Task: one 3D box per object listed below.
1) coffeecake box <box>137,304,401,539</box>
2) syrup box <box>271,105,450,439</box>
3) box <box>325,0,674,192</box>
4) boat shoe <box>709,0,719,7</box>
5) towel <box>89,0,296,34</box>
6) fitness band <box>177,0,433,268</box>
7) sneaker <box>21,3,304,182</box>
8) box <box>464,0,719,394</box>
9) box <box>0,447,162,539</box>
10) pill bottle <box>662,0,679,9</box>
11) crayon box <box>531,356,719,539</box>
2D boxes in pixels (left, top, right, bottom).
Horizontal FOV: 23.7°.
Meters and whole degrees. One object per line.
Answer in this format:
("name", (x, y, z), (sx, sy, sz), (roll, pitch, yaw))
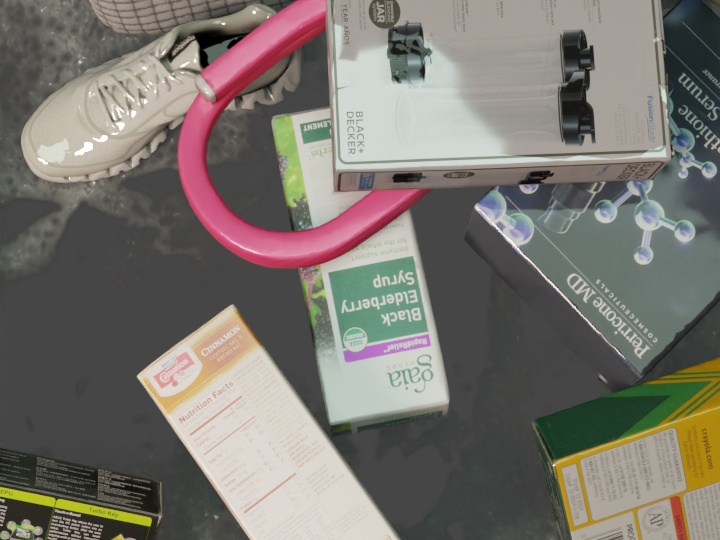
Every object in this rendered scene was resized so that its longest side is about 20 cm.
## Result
("coffeecake box", (-0.043, 0.132, 1.038), (0.073, 0.154, 0.201), (-35, 81, -6))
("syrup box", (0.000, 0.000, 1.098), (0.078, 0.081, 0.203), (-11, 79, -2))
("box", (0.079, -0.110, 1.016), (0.197, 0.060, 0.118), (-4, 79, -2))
("boat shoe", (0.282, -0.168, 1.080), (0.063, 0.200, 0.074), (32, 94, 47))
("towel", (-0.091, -0.233, 1.099), (0.197, 0.166, 0.087), (-13, 74, -2))
("fitness band", (-0.019, -0.091, 1.056), (0.199, 0.037, 0.144), (-37, 80, -7))
("sneaker", (-0.133, -0.122, 1.122), (0.198, 0.081, 0.076), (-26, 82, -3))
("box", (0.186, -0.046, 1.092), (0.200, 0.107, 0.148), (-44, 83, -6))
("box", (-0.235, 0.195, 1.016), (0.198, 0.048, 0.195), (13, 109, -13))
("pill bottle", (0.189, -0.283, 1.131), (0.110, 0.111, 0.203), (-13, 81, -2))
("crayon box", (0.215, 0.123, 1.057), (0.198, 0.052, 0.127), (-18, 120, -3))
